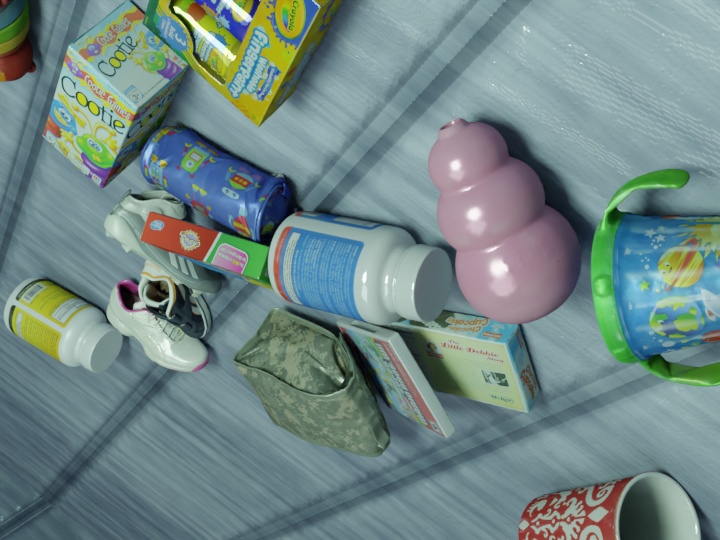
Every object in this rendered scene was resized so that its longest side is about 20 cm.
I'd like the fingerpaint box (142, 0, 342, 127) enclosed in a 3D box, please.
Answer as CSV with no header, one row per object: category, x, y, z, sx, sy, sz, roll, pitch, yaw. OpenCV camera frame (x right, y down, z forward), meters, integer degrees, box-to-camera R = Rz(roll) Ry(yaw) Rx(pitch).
fingerpaint box,-0.115,-0.266,0.941,0.166,0.074,0.200,41,146,-2

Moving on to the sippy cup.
sippy cup,0.285,0.009,0.831,0.129,0.142,0.178,-8,149,34

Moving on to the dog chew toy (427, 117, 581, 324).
dog chew toy,0.130,-0.051,0.915,0.124,0.124,0.202,-10,114,48

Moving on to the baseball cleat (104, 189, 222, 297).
baseball cleat,-0.253,-0.041,1.326,0.199,0.107,0.070,32,-167,-37

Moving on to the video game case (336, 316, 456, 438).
video game case,0.041,0.129,1.200,0.144,0.017,0.200,59,166,-13

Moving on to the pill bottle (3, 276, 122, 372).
pill bottle,-0.526,0.100,1.701,0.198,0.113,0.113,26,143,20

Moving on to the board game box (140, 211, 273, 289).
board game box,-0.159,-0.015,1.222,0.198,0.041,0.153,17,174,31

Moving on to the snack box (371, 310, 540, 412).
snack box,0.113,0.103,1.166,0.198,0.037,0.117,9,136,38

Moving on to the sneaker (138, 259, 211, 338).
sneaker,-0.287,0.046,1.447,0.078,0.080,0.202,19,142,26

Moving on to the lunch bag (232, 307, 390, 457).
lunch bag,-0.051,0.161,1.306,0.198,0.118,0.165,20,149,36

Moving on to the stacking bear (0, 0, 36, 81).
stacking bear,-0.464,-0.312,1.192,0.119,0.115,0.201,5,153,-2

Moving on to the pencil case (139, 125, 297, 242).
pencil case,-0.173,-0.109,1.167,0.198,0.088,0.078,28,168,20

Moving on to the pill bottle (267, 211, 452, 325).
pill bottle,0.000,0.000,1.093,0.198,0.112,0.113,13,138,35

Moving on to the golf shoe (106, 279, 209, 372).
golf shoe,-0.329,0.089,1.540,0.198,0.075,0.092,32,141,10

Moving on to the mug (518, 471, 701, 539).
mug,0.307,0.339,1.169,0.178,0.134,0.199,48,148,-9

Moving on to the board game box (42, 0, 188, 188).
board game box,-0.296,-0.206,1.151,0.103,0.105,0.200,42,146,-4
